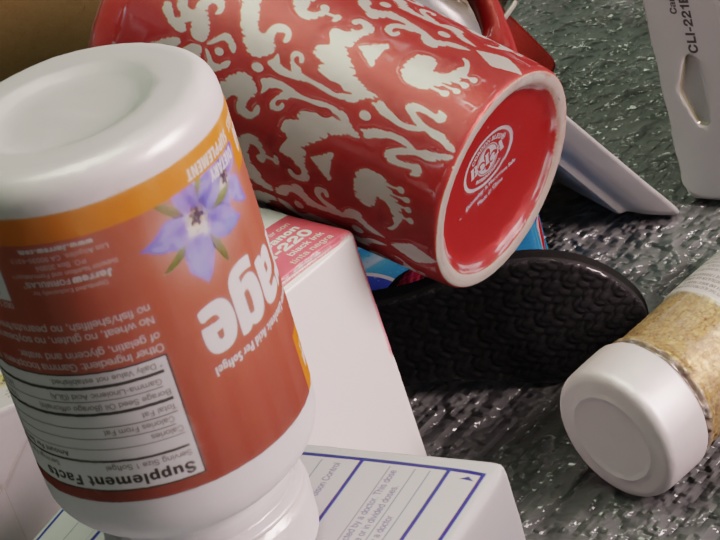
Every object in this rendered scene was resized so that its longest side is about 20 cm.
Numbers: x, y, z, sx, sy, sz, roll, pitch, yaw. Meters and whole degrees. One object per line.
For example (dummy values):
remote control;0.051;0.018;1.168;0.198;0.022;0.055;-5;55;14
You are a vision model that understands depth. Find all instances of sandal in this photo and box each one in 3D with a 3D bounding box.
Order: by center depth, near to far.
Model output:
sandal;0.048;0.021;1.131;0.198;0.076;0.045;-9;30;21

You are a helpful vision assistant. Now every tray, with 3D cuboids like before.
tray;0.080;-0.087;1.209;0.022;0.200;0.107;-55;35;0

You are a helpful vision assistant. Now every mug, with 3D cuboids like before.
mug;-0.004;-0.100;1.054;0.199;0.133;0.179;27;89;28

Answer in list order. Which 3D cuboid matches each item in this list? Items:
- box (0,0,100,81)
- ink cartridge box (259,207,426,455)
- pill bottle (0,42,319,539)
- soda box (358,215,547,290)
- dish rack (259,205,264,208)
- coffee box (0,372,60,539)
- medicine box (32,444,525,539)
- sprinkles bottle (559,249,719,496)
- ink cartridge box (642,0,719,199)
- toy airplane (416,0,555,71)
box;-0.168;-0.122;1.210;0.162;0.201;0.021;19;28;-17
ink cartridge box;-0.077;0.042;1.085;0.199;0.147;0.085;14;43;43
pill bottle;-0.080;0.026;0.844;0.111;0.201;0.112;-13;29;7
soda box;0.000;0.000;1.202;0.198;0.065;0.068;-13;29;9
dish rack;-0.025;-0.056;1.248;0.170;0.044;0.200;-11;-11;9
coffee box;-0.198;0.080;1.120;0.079;0.115;0.200;-24;30;-14
medicine box;-0.051;0.163;0.905;0.198;0.104;0.182;2;34;32
sprinkles bottle;0.180;0.025;1.056;0.068;0.069;0.200;16;42;45
ink cartridge box;0.246;-0.147;1.239;0.083;0.145;0.200;7;37;37
toy airplane;0.007;-0.141;1.340;0.197;0.200;0.143;4;76;15
